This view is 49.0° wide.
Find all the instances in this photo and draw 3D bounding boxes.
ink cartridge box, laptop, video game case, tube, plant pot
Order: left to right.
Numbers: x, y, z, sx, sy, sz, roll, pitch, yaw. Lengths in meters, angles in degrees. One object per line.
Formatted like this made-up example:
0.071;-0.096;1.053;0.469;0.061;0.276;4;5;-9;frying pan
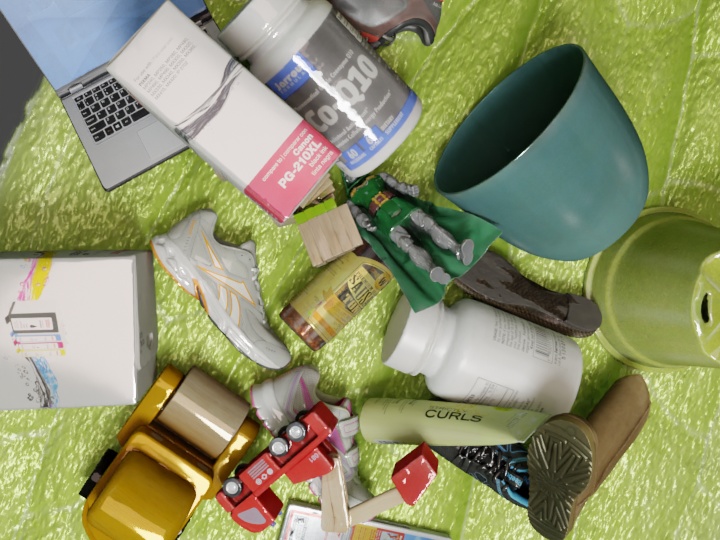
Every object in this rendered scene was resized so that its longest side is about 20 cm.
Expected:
-0.313;0.053;0.795;0.199;0.147;0.146;-1;94;-7;ink cartridge box
-0.233;-0.222;0.797;0.187;0.116;0.201;-29;72;-4;laptop
-0.123;-0.138;0.738;0.200;0.145;0.084;41;87;-7;ink cartridge box
-0.005;0.358;0.920;0.199;0.017;0.144;15;92;-8;video game case
0.094;0.160;0.831;0.052;0.199;0.058;51;48;-39;tube
0.203;-0.105;0.833;0.161;0.201;0.201;41;88;-20;plant pot
0.374;0.029;0.863;0.199;0.184;0.202;-1;94;-8;plant pot

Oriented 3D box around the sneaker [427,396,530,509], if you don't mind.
0.152;0.209;0.898;0.199;0.082;0.073;31;91;-7;sneaker

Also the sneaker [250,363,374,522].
-0.033;0.188;0.873;0.088;0.081;0.200;-36;98;-2;sneaker

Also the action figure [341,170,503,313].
0.038;-0.055;0.827;0.118;0.200;0.055;-40;138;-9;action figure

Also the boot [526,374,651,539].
0.251;0.169;0.843;0.200;0.066;0.176;-35;143;-38;boot

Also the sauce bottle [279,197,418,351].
0.000;0.000;0.872;0.200;0.066;0.066;-45;98;-4;sauce bottle

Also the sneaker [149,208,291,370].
-0.132;0.018;0.855;0.092;0.076;0.200;-42;99;-7;sneaker

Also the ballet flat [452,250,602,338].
0.181;0.030;0.909;0.199;0.046;0.068;22;58;-7;ballet flat

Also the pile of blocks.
-0.078;-0.085;0.852;0.200;0.062;0.082;43;88;3;pile of blocks

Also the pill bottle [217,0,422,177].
-0.041;-0.201;0.810;0.200;0.114;0.114;42;88;-21;pill bottle

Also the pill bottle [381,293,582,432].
0.130;0.095;0.871;0.199;0.114;0.115;21;91;-8;pill bottle

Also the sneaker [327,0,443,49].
-0.005;-0.275;0.851;0.199;0.077;0.082;0;100;-7;sneaker

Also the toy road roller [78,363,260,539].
-0.203;0.208;0.820;0.123;0.146;0.200;36;89;-9;toy road roller

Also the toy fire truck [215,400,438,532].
-0.035;0.215;0.807;0.200;0.049;0.141;-42;88;9;toy fire truck
